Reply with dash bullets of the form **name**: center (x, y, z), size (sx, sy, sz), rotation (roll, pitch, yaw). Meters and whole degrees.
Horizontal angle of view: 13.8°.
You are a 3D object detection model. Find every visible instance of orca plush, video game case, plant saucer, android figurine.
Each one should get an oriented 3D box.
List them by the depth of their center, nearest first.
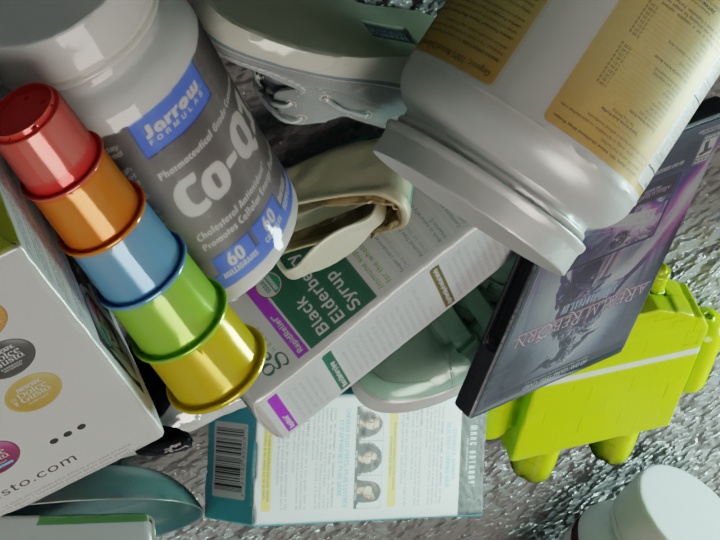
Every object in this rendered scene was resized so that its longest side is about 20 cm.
- **video game case**: center (0.139, -0.007, 1.777), size (0.143, 0.019, 0.200), rotation (-21, 143, -41)
- **orca plush**: center (-0.105, 0.058, 1.779), size (0.200, 0.105, 0.071), rotation (-13, 110, 16)
- **plant saucer**: center (-0.197, 0.147, 1.820), size (0.200, 0.027, 0.200), rotation (-7, 167, -2)
- **android figurine**: center (0.159, 0.066, 1.980), size (0.182, 0.041, 0.200), rotation (-12, 144, -18)

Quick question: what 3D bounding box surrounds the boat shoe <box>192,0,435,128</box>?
- **boat shoe**: center (-0.019, -0.108, 1.616), size (0.201, 0.070, 0.072), rotation (9, 128, -43)

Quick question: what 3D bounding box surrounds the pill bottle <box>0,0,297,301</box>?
- **pill bottle**: center (-0.119, -0.079, 1.533), size (0.114, 0.114, 0.200), rotation (-27, 132, 3)

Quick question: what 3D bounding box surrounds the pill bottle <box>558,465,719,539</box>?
- **pill bottle**: center (0.178, 0.238, 2.141), size (0.114, 0.114, 0.200), rotation (11, 132, -40)

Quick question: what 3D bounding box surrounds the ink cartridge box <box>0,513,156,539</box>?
- **ink cartridge box**: center (-0.228, 0.204, 1.800), size (0.146, 0.083, 0.200), rotation (0, 166, -29)

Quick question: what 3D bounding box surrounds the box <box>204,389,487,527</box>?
- **box**: center (-0.006, 0.116, 1.883), size (0.200, 0.082, 0.049), rotation (2, -179, -43)

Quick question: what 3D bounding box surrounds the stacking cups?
- **stacking cups**: center (-0.121, -0.009, 1.480), size (0.060, 0.061, 0.200), rotation (-31, 129, 8)

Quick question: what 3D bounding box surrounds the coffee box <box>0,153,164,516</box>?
- **coffee box**: center (-0.250, 0.008, 1.511), size (0.199, 0.200, 0.198), rotation (-27, 145, 2)

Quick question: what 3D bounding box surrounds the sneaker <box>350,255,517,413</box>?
- **sneaker**: center (0.071, 0.003, 1.812), size (0.200, 0.074, 0.118), rotation (-33, 152, -6)

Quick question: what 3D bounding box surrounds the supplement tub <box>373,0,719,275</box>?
- **supplement tub**: center (0.111, -0.113, 1.571), size (0.200, 0.145, 0.145), rotation (-56, 142, -2)

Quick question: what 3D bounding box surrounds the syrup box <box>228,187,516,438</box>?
- **syrup box**: center (0.000, 0.000, 1.715), size (0.200, 0.079, 0.081), rotation (-38, 159, -5)

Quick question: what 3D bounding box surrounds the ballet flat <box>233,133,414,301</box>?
- **ballet flat**: center (-0.062, -0.019, 1.653), size (0.200, 0.070, 0.069), rotation (-20, 146, 10)
